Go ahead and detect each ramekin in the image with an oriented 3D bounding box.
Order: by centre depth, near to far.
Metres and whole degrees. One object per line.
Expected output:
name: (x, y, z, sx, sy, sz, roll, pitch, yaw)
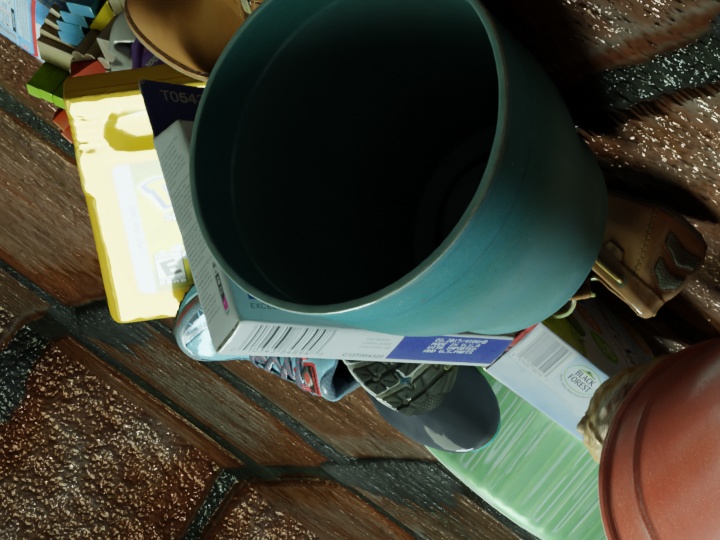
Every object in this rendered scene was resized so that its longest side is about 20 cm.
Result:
ramekin: (0.125, 0.112, 1.929, 0.200, 0.098, 0.200, 36, -171, -7)

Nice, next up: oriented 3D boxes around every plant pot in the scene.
plant pot: (0.039, -0.049, 1.508, 0.200, 0.201, 0.188, 25, 179, 36)
plant pot: (0.251, 0.103, 1.533, 0.200, 0.201, 0.195, 33, 160, 5)

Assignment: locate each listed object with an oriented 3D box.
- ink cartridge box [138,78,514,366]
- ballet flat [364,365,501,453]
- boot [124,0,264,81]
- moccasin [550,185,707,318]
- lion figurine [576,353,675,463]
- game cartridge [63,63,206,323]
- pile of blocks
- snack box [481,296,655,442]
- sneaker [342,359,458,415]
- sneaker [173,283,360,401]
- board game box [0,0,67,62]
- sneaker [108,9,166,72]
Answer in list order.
ink cartridge box: (-0.020, -0.038, 1.632, 0.196, 0.201, 0.043, 3, 145, -33)
ballet flat: (0.019, 0.056, 1.863, 0.200, 0.073, 0.073, 43, 177, 46)
boot: (-0.077, -0.166, 1.605, 0.200, 0.077, 0.155, 29, 166, 28)
moccasin: (0.126, -0.014, 1.632, 0.074, 0.078, 0.201, 41, 172, -37)
lion figurine: (0.241, 0.106, 1.667, 0.199, 0.123, 0.073, 29, 148, 13)
game cartridge: (-0.094, -0.054, 1.795, 0.175, 0.033, 0.201, -8, 135, 1)
pile of blocks: (-0.197, -0.146, 1.905, 0.082, 0.062, 0.200, 35, 151, 0)
snack box: (0.134, 0.051, 1.762, 0.200, 0.053, 0.142, 37, -162, -37)
sneaker: (0.000, 0.000, 1.731, 0.201, 0.078, 0.090, 60, 178, 7)
sneaker: (-0.034, 0.040, 1.793, 0.199, 0.096, 0.079, -8, 137, 16)
board game box: (-0.185, -0.158, 2.012, 0.200, 0.037, 0.151, 35, 167, 2)
sneaker: (-0.118, -0.082, 1.833, 0.088, 0.080, 0.201, 22, 122, 39)
